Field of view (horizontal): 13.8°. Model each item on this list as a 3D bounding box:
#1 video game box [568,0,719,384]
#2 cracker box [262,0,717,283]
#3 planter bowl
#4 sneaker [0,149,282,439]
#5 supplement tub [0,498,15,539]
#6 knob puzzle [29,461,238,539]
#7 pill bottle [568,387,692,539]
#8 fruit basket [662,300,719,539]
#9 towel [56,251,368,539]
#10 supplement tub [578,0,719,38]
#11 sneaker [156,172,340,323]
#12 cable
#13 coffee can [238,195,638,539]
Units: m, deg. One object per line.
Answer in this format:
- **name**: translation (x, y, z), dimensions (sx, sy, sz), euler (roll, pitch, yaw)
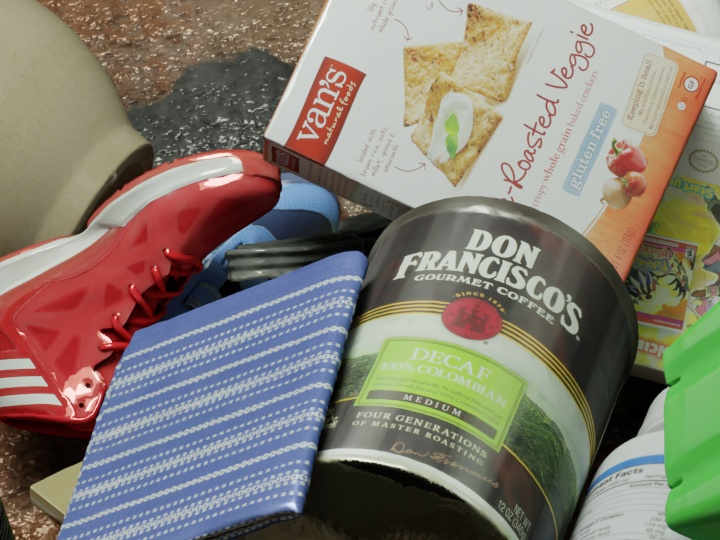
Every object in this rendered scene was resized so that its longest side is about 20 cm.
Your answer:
- **video game box**: translation (0.126, -0.044, 1.575), dimensions (0.199, 0.047, 0.183), euler (15, 77, -1)
- **cracker box**: translation (0.065, -0.080, 1.526), dimensions (0.199, 0.058, 0.135), euler (24, 80, 3)
- **planter bowl**: translation (-0.204, -0.054, 1.713), dimensions (0.134, 0.201, 0.200), euler (30, 50, 9)
- **sneaker**: translation (-0.116, 0.024, 1.586), dimensions (0.199, 0.078, 0.116), euler (-29, 63, 20)
- **supplement tub**: translation (-0.236, 0.128, 1.466), dimensions (0.122, 0.201, 0.123), euler (-8, 38, 7)
- **knob puzzle**: translation (-0.042, 0.127, 1.539), dimensions (0.218, 0.031, 0.220), euler (1, 30, -1)
- **pill bottle**: translation (0.150, 0.147, 1.404), dimensions (0.111, 0.113, 0.200), euler (5, 41, 22)
- **fruit basket**: translation (0.259, 0.061, 1.325), dimensions (0.214, 0.216, 0.156), euler (-4, 60, 11)
- **towel**: translation (-0.069, 0.073, 1.402), dimensions (0.144, 0.024, 0.201), euler (-22, 29, 24)
- **supplement tub**: translation (0.130, -0.104, 1.695), dimensions (0.199, 0.145, 0.145), euler (-27, 40, -18)
- **sneaker**: translation (-0.090, 0.019, 1.668), dimensions (0.199, 0.074, 0.082), euler (-32, 40, -10)
- **cable**: translation (0.000, 0.000, 1.608), dimensions (0.096, 0.051, 0.200), euler (4, 10, 21)
- **coffee can**: translation (0.041, 0.082, 1.440), dimensions (0.145, 0.147, 0.200), euler (4, 39, 20)
